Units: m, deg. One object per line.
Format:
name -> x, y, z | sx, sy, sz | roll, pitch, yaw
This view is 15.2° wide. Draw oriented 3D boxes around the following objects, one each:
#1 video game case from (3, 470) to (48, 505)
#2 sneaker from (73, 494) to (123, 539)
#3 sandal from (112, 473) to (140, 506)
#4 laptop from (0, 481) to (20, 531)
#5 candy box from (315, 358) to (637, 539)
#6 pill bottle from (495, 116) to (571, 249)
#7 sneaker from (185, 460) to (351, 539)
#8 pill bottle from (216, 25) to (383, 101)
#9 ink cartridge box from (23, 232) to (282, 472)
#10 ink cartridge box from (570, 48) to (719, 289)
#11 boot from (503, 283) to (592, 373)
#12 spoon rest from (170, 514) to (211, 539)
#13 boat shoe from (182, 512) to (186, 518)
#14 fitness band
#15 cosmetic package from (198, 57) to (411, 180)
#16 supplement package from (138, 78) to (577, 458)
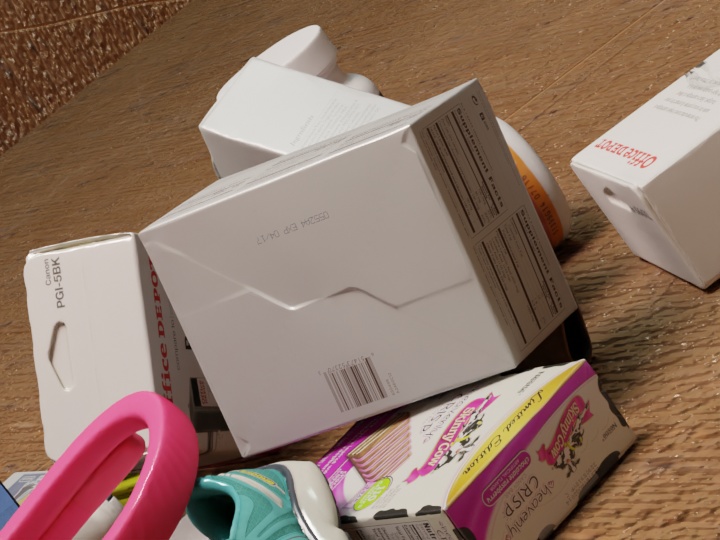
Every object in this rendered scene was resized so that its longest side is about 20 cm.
video game case -> -0.281, 0.214, 2.047 | 0.182, 0.023, 0.200 | -43, 17, -27
sneaker -> -0.244, 0.227, 1.820 | 0.199, 0.080, 0.130 | -26, 19, 31
sandal -> -0.167, 0.078, 1.915 | 0.079, 0.201, 0.087 | -3, 12, 29
laptop -> -0.239, 0.245, 1.609 | 0.187, 0.116, 0.200 | -38, 28, -10
candy box -> 0.044, 0.123, 1.550 | 0.136, 0.061, 0.200 | -44, 18, -32
pill bottle -> 0.040, -0.010, 1.870 | 0.200, 0.112, 0.112 | -39, 15, -13
sneaker -> -0.043, 0.174, 1.460 | 0.079, 0.078, 0.200 | 3, 27, -22
pill bottle -> -0.014, -0.073, 2.008 | 0.116, 0.200, 0.116 | -32, 15, 10
ink cartridge box -> -0.134, 0.058, 1.804 | 0.083, 0.148, 0.200 | -11, -7, 21
ink cartridge box -> 0.249, -0.087, 1.708 | 0.200, 0.084, 0.146 | -37, 15, -4
boot -> 0.031, 0.003, 1.705 | 0.068, 0.189, 0.200 | -32, 8, -40
spoon rest -> -0.108, 0.189, 1.536 | 0.099, 0.061, 0.200 | -39, 19, 23
boat shoe -> -0.126, 0.185, 1.709 | 0.075, 0.075, 0.202 | -40, 15, 2
fitness band -> -0.163, 0.157, 1.551 | 0.200, 0.037, 0.144 | -51, 21, 13
cosmetic package -> 0.002, -0.063, 1.787 | 0.199, 0.102, 0.074 | 21, 62, 28
supplement package -> 0.000, 0.000, 1.622 | 0.199, 0.156, 0.111 | -20, 9, 30
